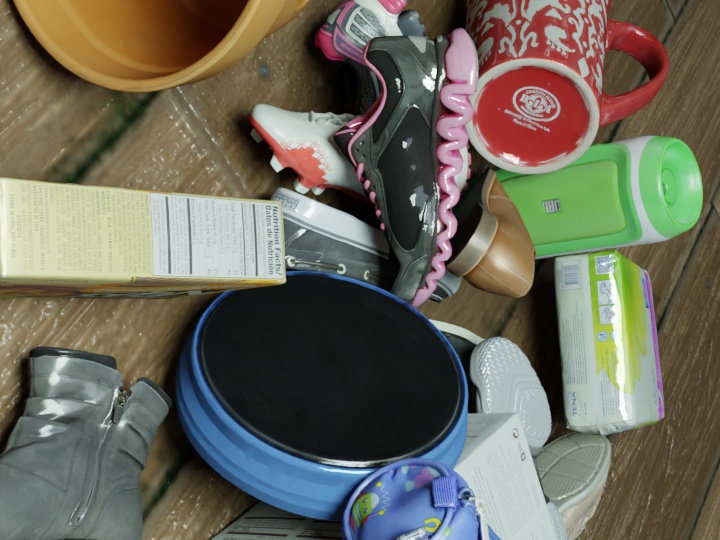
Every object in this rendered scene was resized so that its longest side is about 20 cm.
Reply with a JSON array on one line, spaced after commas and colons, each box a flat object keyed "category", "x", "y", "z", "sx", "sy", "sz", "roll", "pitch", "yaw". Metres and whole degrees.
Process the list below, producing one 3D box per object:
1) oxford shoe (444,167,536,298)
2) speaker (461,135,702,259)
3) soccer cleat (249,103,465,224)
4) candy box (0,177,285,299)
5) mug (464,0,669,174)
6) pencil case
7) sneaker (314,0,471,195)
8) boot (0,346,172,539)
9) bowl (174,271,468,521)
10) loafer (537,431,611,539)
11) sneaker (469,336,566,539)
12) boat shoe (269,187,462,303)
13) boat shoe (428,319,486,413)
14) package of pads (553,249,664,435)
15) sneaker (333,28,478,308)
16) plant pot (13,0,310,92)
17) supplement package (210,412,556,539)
[{"category": "oxford shoe", "x": 0.102, "y": -0.024, "z": 0.952, "sx": 0.071, "sy": 0.072, "sz": 0.200, "roll": 34, "pitch": 20, "yaw": -8}, {"category": "speaker", "x": 0.182, "y": -0.058, "z": 1.027, "sx": 0.088, "sy": 0.198, "sz": 0.090, "roll": 9, "pitch": 77, "yaw": -46}, {"category": "soccer cleat", "x": 0.000, "y": -0.090, "z": 0.907, "sx": 0.199, "sy": 0.085, "sz": 0.069, "roll": 26, "pitch": 22, "yaw": -42}, {"category": "candy box", "x": -0.153, "y": -0.014, "z": 0.716, "sx": 0.198, "sy": 0.114, "sz": 0.056, "roll": 1, "pitch": 84, "yaw": -47}, {"category": "mug", "x": 0.165, "y": -0.185, "z": 1.005, "sx": 0.201, "sy": 0.175, "sz": 0.135, "roll": -77, "pitch": 159, "yaw": -48}, {"category": "pencil case", "x": 0.070, "y": 0.195, "z": 0.729, "sx": 0.201, "sy": 0.086, "sz": 0.079, "roll": 53, "pitch": 29, "yaw": -29}, {"category": "sneaker", "x": 0.027, "y": -0.133, "z": 0.973, "sx": 0.074, "sy": 0.081, "sz": 0.201, "roll": -33, "pitch": 125, "yaw": -7}, {"category": "boot", "x": -0.196, "y": 0.104, "z": 0.698, "sx": 0.199, "sy": 0.069, "sz": 0.134, "roll": 32, "pitch": 58, "yaw": -53}, {"category": "bowl", "x": -0.022, "y": 0.073, "z": 0.801, "sx": 0.200, "sy": 0.200, "sz": 0.040, "roll": -31, "pitch": 147, "yaw": -45}, {"category": "loafer", "x": 0.158, "y": 0.222, "z": 1.066, "sx": 0.200, "sy": 0.071, "sz": 0.064, "roll": -43, "pitch": 131, "yaw": -36}, {"category": "sneaker", "x": 0.091, "y": 0.153, "z": 0.958, "sx": 0.075, "sy": 0.113, "sz": 0.203, "roll": -17, "pitch": 99, "yaw": -42}, {"category": "boat shoe", "x": 0.000, "y": 0.000, "z": 0.924, "sx": 0.199, "sy": 0.069, "sz": 0.067, "roll": 24, "pitch": 87, "yaw": -48}, {"category": "boat shoe", "x": 0.061, "y": 0.080, "z": 0.969, "sx": 0.199, "sy": 0.071, "sz": 0.069, "roll": 25, "pitch": 66, "yaw": -46}, {"category": "package of pads", "x": 0.229, "y": 0.070, "z": 1.116, "sx": 0.200, "sy": 0.067, "sz": 0.157, "roll": 14, "pitch": 71, "yaw": -68}, {"category": "sneaker", "x": 0.025, "y": -0.072, "z": 0.858, "sx": 0.094, "sy": 0.079, "sz": 0.203, "roll": 5, "pitch": 107, "yaw": -6}, {"category": "plant pot", "x": -0.105, "y": -0.217, "z": 0.759, "sx": 0.140, "sy": 0.198, "sz": 0.203, "roll": -22, "pitch": 101, "yaw": -62}, {"category": "supplement package", "x": 0.022, "y": 0.212, "z": 0.847, "sx": 0.199, "sy": 0.149, "sz": 0.154, "roll": -31, "pitch": 107, "yaw": -45}]
